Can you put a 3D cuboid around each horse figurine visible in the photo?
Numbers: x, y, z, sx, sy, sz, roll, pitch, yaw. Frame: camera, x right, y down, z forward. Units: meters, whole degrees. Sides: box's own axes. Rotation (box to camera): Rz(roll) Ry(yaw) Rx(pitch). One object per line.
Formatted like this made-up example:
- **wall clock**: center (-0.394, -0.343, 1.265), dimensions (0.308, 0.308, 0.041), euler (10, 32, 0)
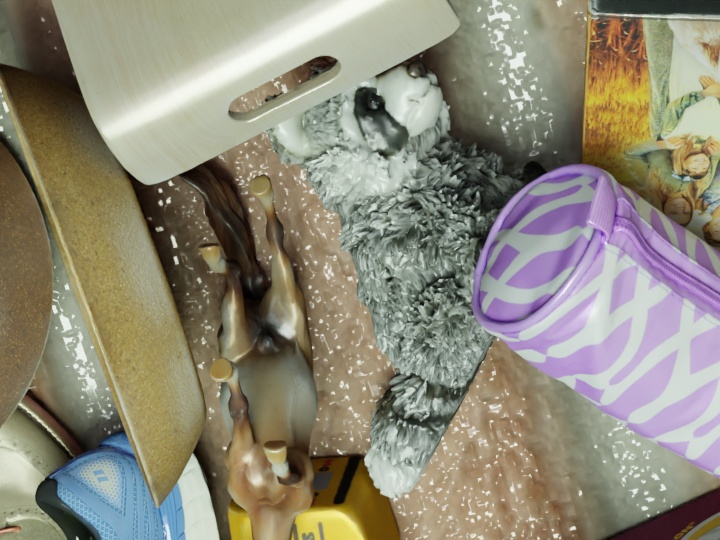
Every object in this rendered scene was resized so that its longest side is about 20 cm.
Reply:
- **horse figurine**: center (-0.046, 0.047, 0.792), dimensions (0.050, 0.200, 0.133), euler (-8, 146, 0)

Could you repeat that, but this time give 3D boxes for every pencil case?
- **pencil case**: center (0.139, 0.032, 0.734), dimensions (0.200, 0.085, 0.084), euler (28, 66, -26)

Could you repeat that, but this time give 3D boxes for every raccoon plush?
- **raccoon plush**: center (0.000, 0.000, 0.802), dimensions (0.134, 0.097, 0.200), euler (29, 109, 7)

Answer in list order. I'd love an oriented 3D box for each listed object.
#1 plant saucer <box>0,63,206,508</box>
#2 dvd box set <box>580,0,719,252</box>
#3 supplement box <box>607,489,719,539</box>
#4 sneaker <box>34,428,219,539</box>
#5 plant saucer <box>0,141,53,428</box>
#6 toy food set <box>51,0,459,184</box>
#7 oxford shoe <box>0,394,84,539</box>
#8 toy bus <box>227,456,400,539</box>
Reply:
- **plant saucer**: center (-0.106, 0.001, 0.769), dimensions (0.035, 0.200, 0.201), euler (-21, 104, -9)
- **dvd box set**: center (0.161, -0.040, 0.739), dimensions (0.146, 0.029, 0.200), euler (3, 142, 6)
- **supplement box**: center (0.162, 0.173, 0.809), dimensions (0.200, 0.131, 0.103), euler (-27, 101, 14)
- **sneaker**: center (-0.100, 0.177, 0.839), dimensions (0.089, 0.079, 0.200), euler (-18, 85, -31)
- **plant saucer**: center (-0.243, 0.006, 0.839), dimensions (0.200, 0.034, 0.201), euler (1, 94, 10)
- **toy food set**: center (-0.058, -0.153, 0.724), dimensions (0.143, 0.060, 0.200), euler (-25, 73, 13)
- **oxford shoe**: center (-0.157, 0.139, 0.871), dimensions (0.070, 0.075, 0.200), euler (-26, 101, 17)
- **toy bus**: center (-0.008, 0.194, 0.872), dimensions (0.078, 0.065, 0.200), euler (-6, 106, 9)
